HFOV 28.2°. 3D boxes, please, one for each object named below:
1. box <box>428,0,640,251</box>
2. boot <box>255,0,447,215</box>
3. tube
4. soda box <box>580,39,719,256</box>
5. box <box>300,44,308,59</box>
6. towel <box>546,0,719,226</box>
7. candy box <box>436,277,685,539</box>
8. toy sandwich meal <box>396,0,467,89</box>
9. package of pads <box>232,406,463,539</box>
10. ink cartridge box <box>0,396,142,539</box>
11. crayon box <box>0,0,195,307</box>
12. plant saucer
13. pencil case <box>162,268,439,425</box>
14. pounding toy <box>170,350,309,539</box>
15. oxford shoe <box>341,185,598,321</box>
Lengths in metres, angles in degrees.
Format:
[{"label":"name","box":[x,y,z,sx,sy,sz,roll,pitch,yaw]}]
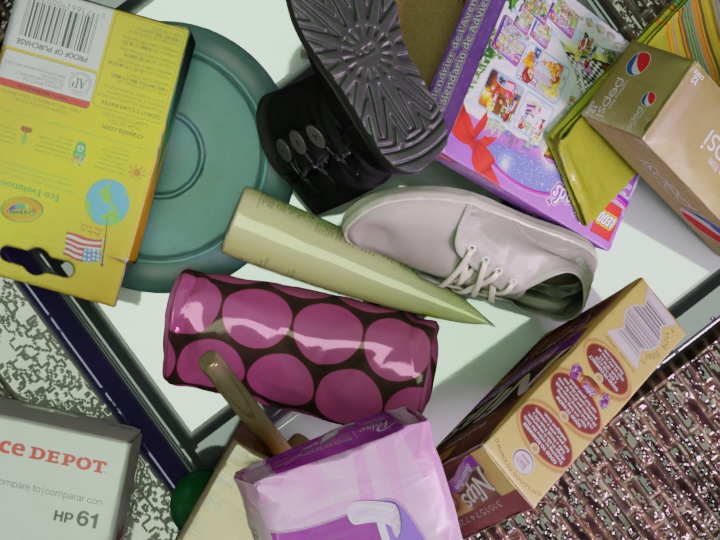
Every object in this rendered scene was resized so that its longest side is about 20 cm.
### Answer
[{"label":"box","box":[0.132,-0.111,0.997,0.199,0.039,0.138,26,87,-43]},{"label":"boot","box":[-0.026,-0.127,0.954,0.065,0.200,0.166,-24,94,-16]},{"label":"tube","box":[0.000,0.000,1.020,0.198,0.052,0.058,21,45,-7]},{"label":"soda box","box":[0.243,-0.072,0.996,0.200,0.068,0.064,37,88,-37]},{"label":"box","box":[-0.011,-0.254,1.050,0.038,0.041,0.202,9,88,-2]},{"label":"towel","box":[0.210,-0.126,1.021,0.200,0.018,0.086,-45,128,-20]},{"label":"candy box","box":[0.122,0.095,0.968,0.057,0.117,0.200,49,52,-1]},{"label":"toy sandwich meal","box":[0.058,-0.185,1.022,0.203,0.070,0.207,3,83,-30]},{"label":"package of pads","box":[0.008,0.194,0.864,0.119,0.076,0.202,-18,96,-10]},{"label":"ink cartridge box","box":[-0.245,0.197,1.010,0.143,0.085,0.202,11,87,-2]},{"label":"crayon box","box":[-0.203,-0.087,1.007,0.126,0.051,0.202,16,88,-2]},{"label":"plant saucer","box":[-0.145,-0.084,1.048,0.198,0.027,0.202,0,90,-3]},{"label":"pencil case","box":[-0.045,0.062,1.025,0.198,0.091,0.094,15,125,-1]},{"label":"pounding toy","box":[-0.049,0.161,0.970,0.199,0.184,0.143,31,88,-2]},{"label":"oxford shoe","box":[0.081,-0.009,0.990,0.198,0.075,0.058,15,54,-23]}]
